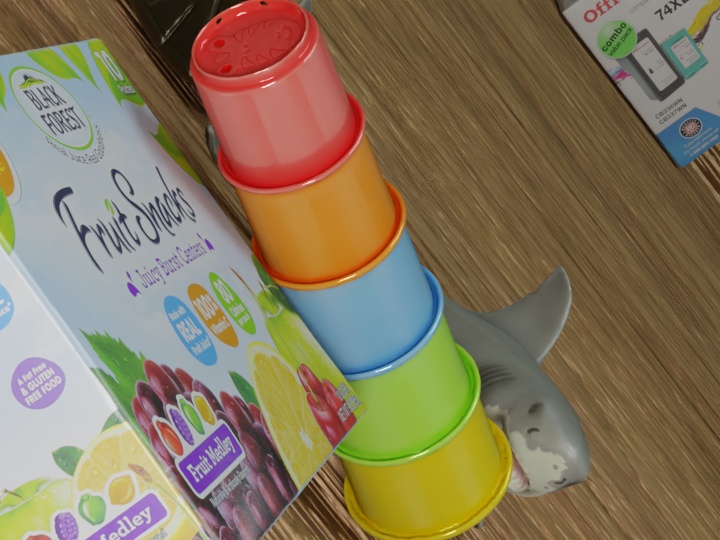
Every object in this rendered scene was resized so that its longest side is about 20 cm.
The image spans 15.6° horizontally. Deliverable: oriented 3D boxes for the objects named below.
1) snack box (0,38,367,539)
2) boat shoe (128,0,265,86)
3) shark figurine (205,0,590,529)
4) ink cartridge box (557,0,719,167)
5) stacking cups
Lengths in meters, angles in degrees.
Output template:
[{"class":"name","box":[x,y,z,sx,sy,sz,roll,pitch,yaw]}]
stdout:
[{"class":"snack box","box":[-0.072,0.012,0.701,0.142,0.053,0.200,53,11,-1]},{"class":"boat shoe","box":[-0.084,-0.160,1.082,0.201,0.073,0.063,59,6,11]},{"class":"shark figurine","box":[0.030,0.007,0.985,0.215,0.089,0.128,49,-14,24]},{"class":"ink cartridge box","box":[0.303,-0.236,2.540,0.200,0.147,0.146,50,14,-16]},{"class":"stacking cups","box":[0.000,0.000,0.824,0.061,0.060,0.200,-112,-177,-49]}]
